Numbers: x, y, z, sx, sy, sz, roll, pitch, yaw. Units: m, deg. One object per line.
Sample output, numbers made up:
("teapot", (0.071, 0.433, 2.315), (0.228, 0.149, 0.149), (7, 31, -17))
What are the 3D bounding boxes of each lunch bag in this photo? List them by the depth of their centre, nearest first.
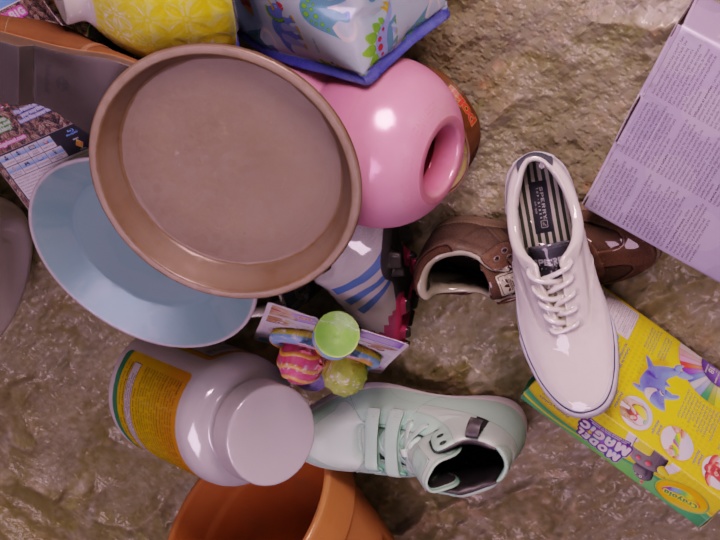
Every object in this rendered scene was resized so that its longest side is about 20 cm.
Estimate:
("lunch bag", (-0.055, -0.242, 1.556), (0.199, 0.127, 0.171), (20, 136, 37))

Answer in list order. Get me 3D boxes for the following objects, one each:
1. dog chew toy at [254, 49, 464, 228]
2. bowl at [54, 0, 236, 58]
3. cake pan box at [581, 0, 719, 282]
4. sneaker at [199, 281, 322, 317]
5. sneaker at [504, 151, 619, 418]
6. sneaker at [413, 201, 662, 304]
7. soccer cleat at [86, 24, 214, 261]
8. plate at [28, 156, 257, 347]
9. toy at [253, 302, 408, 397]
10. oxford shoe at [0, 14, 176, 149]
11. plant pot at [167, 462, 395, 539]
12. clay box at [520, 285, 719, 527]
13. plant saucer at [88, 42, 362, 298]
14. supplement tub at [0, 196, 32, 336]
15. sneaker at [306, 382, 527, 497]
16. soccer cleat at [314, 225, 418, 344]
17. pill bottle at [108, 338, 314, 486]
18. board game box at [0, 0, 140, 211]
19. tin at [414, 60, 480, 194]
("dog chew toy", (-0.025, -0.107, 1.604), (0.199, 0.125, 0.125), (19, 135, 27))
("bowl", (-0.171, -0.228, 1.558), (0.107, 0.200, 0.201), (-20, 126, -11))
("cake pan box", (0.275, -0.079, 1.552), (0.183, 0.052, 0.201), (27, 136, 4))
("sneaker", (-0.120, -0.003, 1.811), (0.198, 0.090, 0.068), (6, 131, 26))
("sneaker", (0.140, 0.010, 1.604), (0.072, 0.071, 0.202), (-16, 83, 11))
("sneaker", (0.133, -0.001, 1.679), (0.198, 0.076, 0.071), (-4, 125, 33))
("soccer cleat", (-0.145, -0.098, 1.626), (0.080, 0.067, 0.202), (-23, 83, 11))
("plate", (-0.169, -0.019, 1.739), (0.198, 0.026, 0.201), (15, 137, 15))
("toy", (-0.031, 0.072, 1.770), (0.114, 0.048, 0.200), (16, 166, -3))
("oxford shoe", (-0.193, -0.143, 1.573), (0.198, 0.071, 0.072), (20, 126, 2))
("plant pot", (-0.058, 0.254, 1.937), (0.199, 0.201, 0.140), (-20, 132, 39))
("clay box", (0.231, 0.110, 1.691), (0.199, 0.115, 0.048), (37, 137, -3))
("plant saucer", (-0.093, -0.072, 1.534), (0.198, 0.030, 0.202), (7, 123, 11))
("supplement tub", (-0.404, -0.017, 1.922), (0.198, 0.145, 0.145), (17, 134, 16))
("sneaker", (0.033, 0.142, 1.795), (0.198, 0.118, 0.075), (-3, 103, 10))
("soccer cleat", (0.000, 0.000, 1.728), (0.085, 0.070, 0.200), (8, 155, 9))
("pill bottle", (-0.123, 0.118, 1.849), (0.199, 0.113, 0.113), (15, 140, 56))
("board game box", (-0.236, -0.157, 1.741), (0.159, 0.097, 0.201), (-17, 117, 38))
("tin", (0.007, -0.092, 1.701), (0.199, 0.042, 0.112), (-24, 109, 40))
